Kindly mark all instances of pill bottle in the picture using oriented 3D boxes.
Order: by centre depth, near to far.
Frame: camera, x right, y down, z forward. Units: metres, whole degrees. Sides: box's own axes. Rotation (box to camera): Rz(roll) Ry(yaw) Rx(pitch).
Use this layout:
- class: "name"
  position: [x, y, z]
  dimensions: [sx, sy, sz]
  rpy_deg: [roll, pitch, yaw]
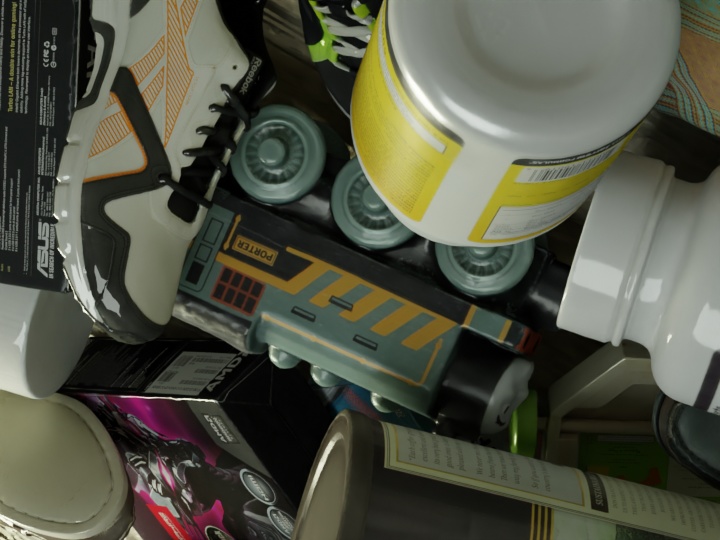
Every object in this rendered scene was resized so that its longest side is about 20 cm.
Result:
- class: "pill bottle"
  position: [0.055, -0.073, 1.049]
  dimensions: [0.112, 0.112, 0.200]
  rpy_deg: [31, 164, 1]
- class: "pill bottle"
  position: [0.191, 0.016, 1.110]
  dimensions: [0.200, 0.111, 0.111]
  rpy_deg: [18, 133, 6]
- class: "pill bottle"
  position: [-0.241, -0.006, 1.334]
  dimensions: [0.200, 0.110, 0.110]
  rpy_deg: [16, 133, 15]

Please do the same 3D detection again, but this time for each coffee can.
- class: "coffee can"
  position: [0.071, 0.155, 1.159]
  dimensions: [0.200, 0.146, 0.146]
  rpy_deg: [14, 135, -8]

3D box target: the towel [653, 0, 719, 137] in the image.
- class: "towel"
  position: [0.164, -0.079, 1.036]
  dimensions: [0.200, 0.022, 0.147]
  rpy_deg: [27, 162, 41]

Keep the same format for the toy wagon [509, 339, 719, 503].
- class: "toy wagon"
  position: [0.146, 0.121, 1.245]
  dimensions: [0.155, 0.040, 0.200]
  rpy_deg: [2, 122, 0]

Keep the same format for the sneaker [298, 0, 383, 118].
- class: "sneaker"
  position: [-0.011, -0.131, 1.126]
  dimensions: [0.072, 0.083, 0.200]
  rpy_deg: [7, 129, 24]

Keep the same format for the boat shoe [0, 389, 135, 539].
- class: "boat shoe"
  position: [-0.175, 0.102, 1.346]
  dimensions: [0.200, 0.072, 0.060]
  rpy_deg: [24, 152, 46]

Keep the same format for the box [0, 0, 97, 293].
- class: "box"
  position: [-0.193, -0.099, 1.217]
  dimensions: [0.160, 0.044, 0.200]
  rpy_deg: [8, 102, 22]

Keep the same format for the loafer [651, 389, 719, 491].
- class: "loafer"
  position: [0.231, 0.090, 1.165]
  dimensions: [0.200, 0.063, 0.072]
  rpy_deg: [18, 100, -7]

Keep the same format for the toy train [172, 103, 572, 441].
- class: "toy train"
  position: [0.000, 0.000, 1.201]
  dimensions: [0.200, 0.085, 0.114]
  rpy_deg: [24, 92, 10]

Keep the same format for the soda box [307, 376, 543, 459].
- class: "soda box"
  position: [0.057, 0.111, 1.299]
  dimensions: [0.064, 0.068, 0.200]
  rpy_deg: [-11, 121, 45]

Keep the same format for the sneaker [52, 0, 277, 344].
- class: "sneaker"
  position: [-0.083, -0.066, 1.156]
  dimensions: [0.080, 0.200, 0.074]
  rpy_deg: [2, 169, 23]

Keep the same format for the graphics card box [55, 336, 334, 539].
- class: "graphics card box"
  position: [-0.077, 0.094, 1.326]
  dimensions: [0.200, 0.051, 0.125]
  rpy_deg: [-2, 128, 54]
